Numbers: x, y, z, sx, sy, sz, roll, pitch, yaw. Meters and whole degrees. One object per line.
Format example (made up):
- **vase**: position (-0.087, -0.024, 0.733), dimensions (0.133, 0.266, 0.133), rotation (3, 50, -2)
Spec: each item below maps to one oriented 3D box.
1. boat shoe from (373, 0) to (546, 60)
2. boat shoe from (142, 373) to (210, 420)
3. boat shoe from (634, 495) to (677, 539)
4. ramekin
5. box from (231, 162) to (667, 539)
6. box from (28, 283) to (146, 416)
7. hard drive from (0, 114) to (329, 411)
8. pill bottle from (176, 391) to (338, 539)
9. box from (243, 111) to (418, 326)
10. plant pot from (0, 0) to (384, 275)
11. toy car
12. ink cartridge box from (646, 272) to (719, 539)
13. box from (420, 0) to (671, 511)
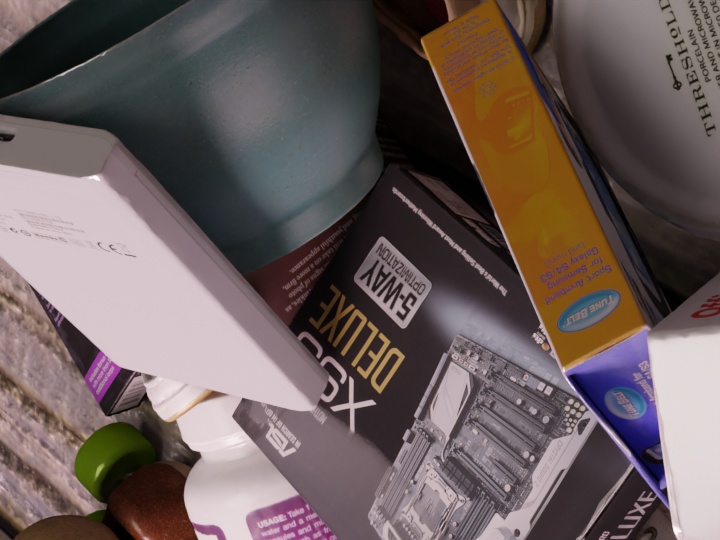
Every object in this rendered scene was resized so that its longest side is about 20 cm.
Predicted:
- **boat shoe**: position (0.008, -0.175, 0.890), dimensions (0.200, 0.069, 0.074), rotation (46, 133, 28)
- **boat shoe**: position (-0.100, 0.012, 0.981), dimensions (0.071, 0.200, 0.069), rotation (-36, 110, 15)
- **boat shoe**: position (0.155, 0.148, 0.842), dimensions (0.200, 0.069, 0.071), rotation (41, 130, 31)
- **ramekin**: position (0.168, -0.102, 0.717), dimensions (0.202, 0.094, 0.203), rotation (20, 118, 43)
- **box**: position (0.046, 0.070, 0.824), dimensions (0.200, 0.050, 0.158), rotation (45, 109, 35)
- **box**: position (-0.185, -0.021, 1.192), dimensions (0.200, 0.036, 0.143), rotation (57, 138, 19)
- **hard drive**: position (-0.112, -0.003, 0.800), dimensions (0.132, 0.026, 0.200), rotation (11, 155, 33)
- **pill bottle**: position (-0.035, 0.151, 1.009), dimensions (0.112, 0.112, 0.200), rotation (-10, 104, 50)
- **box**: position (0.000, 0.000, 0.940), dimensions (0.100, 0.075, 0.200), rotation (-38, 71, 23)
- **plant pot**: position (-0.070, -0.079, 0.843), dimensions (0.200, 0.200, 0.134), rotation (-7, 120, 49)
- **toy car**: position (-0.188, 0.218, 1.153), dimensions (0.164, 0.200, 0.158), rotation (38, 129, 34)
- **ink cartridge box**: position (0.219, 0.034, 0.623), dimensions (0.200, 0.145, 0.084), rotation (-8, 98, 28)
- **box**: position (0.091, -0.003, 0.705), dimensions (0.041, 0.119, 0.200), rotation (-30, 52, 11)
